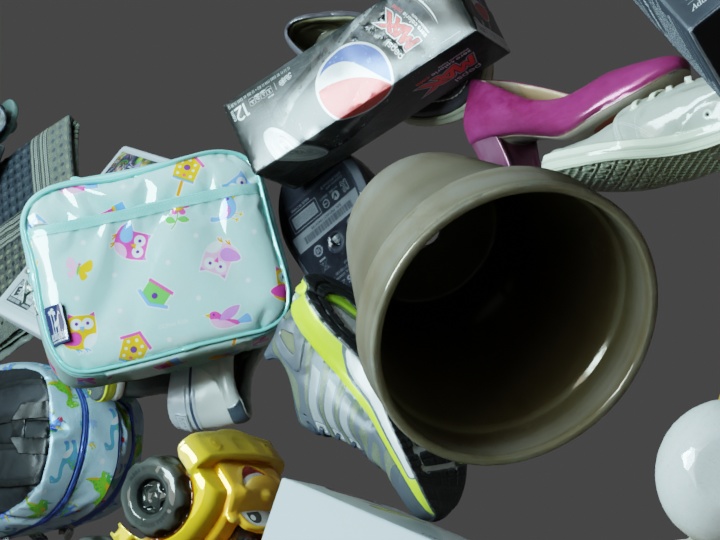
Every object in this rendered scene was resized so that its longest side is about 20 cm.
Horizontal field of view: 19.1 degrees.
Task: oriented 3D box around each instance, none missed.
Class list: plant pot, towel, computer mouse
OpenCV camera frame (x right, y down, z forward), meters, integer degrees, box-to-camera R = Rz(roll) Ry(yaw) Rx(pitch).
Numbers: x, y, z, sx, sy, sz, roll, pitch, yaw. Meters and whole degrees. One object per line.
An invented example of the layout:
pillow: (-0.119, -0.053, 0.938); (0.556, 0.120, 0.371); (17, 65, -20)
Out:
plant pot: (0.074, 0.003, 1.433); (0.200, 0.200, 0.174); (-59, 29, 12)
towel: (-0.314, -0.018, 1.960); (0.192, 0.034, 0.201); (-30, 53, 32)
computer mouse: (0.000, 0.000, 1.604); (0.138, 0.053, 0.200); (-35, 65, 31)

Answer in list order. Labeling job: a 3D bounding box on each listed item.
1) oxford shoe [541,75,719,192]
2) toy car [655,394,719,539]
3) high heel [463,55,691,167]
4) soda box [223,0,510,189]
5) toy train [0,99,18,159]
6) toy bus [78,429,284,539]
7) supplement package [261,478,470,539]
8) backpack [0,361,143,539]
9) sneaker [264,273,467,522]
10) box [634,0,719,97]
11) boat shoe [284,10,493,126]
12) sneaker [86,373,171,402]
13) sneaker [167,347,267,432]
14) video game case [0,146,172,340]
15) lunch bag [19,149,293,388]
oxford shoe: (0.209, -0.094, 1.396); (0.200, 0.075, 0.058); (-16, 70, 34)
toy car: (0.232, 0.170, 1.232); (0.150, 0.175, 0.201); (18, 88, 12)
high heel: (0.143, -0.128, 1.479); (0.200, 0.067, 0.096); (-29, 67, 41)
soda box: (0.004, -0.140, 1.556); (0.200, 0.071, 0.063); (-32, 69, 18)
toy train: (-0.398, -0.123, 2.027); (0.200, 0.085, 0.114); (9, 76, 55)
toy bus: (-0.109, 0.245, 1.575); (0.200, 0.136, 0.192); (-52, 58, 16)
supplement package: (0.021, 0.247, 1.438); (0.200, 0.111, 0.156); (17, 88, 48)
backpack: (-0.271, 0.149, 1.778); (0.200, 0.153, 0.164); (145, 135, -60)
sneaker: (0.003, 0.100, 1.526); (0.081, 0.074, 0.200); (-50, 62, 33)
box: (0.254, -0.230, 1.333); (0.200, 0.104, 0.182); (-38, 47, 5)
boat shoe: (0.016, -0.159, 1.630); (0.200, 0.065, 0.072); (21, 88, 47)
sneaker: (-0.184, 0.050, 1.766); (0.200, 0.084, 0.075); (-101, 23, -56)
sneaker: (-0.101, 0.034, 1.692); (0.071, 0.073, 0.201); (-1, 68, 16)
video game case: (-0.203, -0.016, 1.739); (0.182, 0.023, 0.200); (-52, 29, -11)
lunch bag: (-0.158, -0.004, 1.610); (0.077, 0.199, 0.161); (116, 140, -78)
